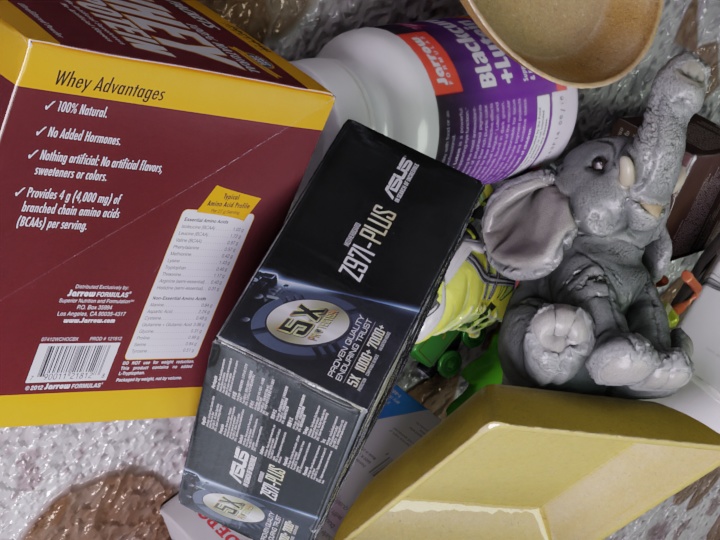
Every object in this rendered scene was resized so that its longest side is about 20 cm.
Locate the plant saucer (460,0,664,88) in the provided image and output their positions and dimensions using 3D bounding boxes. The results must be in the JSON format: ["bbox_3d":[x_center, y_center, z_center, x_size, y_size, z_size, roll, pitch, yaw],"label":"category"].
[{"bbox_3d":[0.112,-0.207,0.940,0.200,0.035,0.201,9,75,-37],"label":"plant saucer"}]

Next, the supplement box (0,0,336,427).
[{"bbox_3d":[-0.155,-0.040,0.771,0.197,0.133,0.200,3,117,-49],"label":"supplement box"}]

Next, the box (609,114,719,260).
[{"bbox_3d":[0.248,-0.066,1.208,0.200,0.075,0.100,-13,130,-62],"label":"box"}]

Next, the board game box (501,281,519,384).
[{"bbox_3d":[0.120,0.038,1.090,0.103,0.019,0.200,26,72,-78],"label":"board game box"}]

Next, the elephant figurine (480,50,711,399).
[{"bbox_3d":[0.153,-0.020,0.969,0.142,0.155,0.200,40,48,-70],"label":"elephant figurine"}]

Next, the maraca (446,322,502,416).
[{"bbox_3d":[0.150,0.069,1.217,0.200,0.107,0.137,-19,139,-35],"label":"maraca"}]

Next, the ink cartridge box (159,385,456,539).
[{"bbox_3d":[-0.017,0.202,1.107,0.200,0.147,0.145,-33,137,-23],"label":"ink cartridge box"}]

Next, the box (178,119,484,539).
[{"bbox_3d":[-0.021,0.044,0.846,0.164,0.086,0.200,-61,175,-34],"label":"box"}]

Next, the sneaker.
[{"bbox_3d":[0.072,0.011,1.038,0.075,0.076,0.200,-31,-174,28],"label":"sneaker"}]

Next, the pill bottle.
[{"bbox_3d":[0.034,-0.100,0.947,0.200,0.111,0.112,-15,130,-41],"label":"pill bottle"}]

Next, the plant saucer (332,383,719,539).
[{"bbox_3d":[0.105,0.132,0.978,0.200,0.049,0.200,9,144,-31],"label":"plant saucer"}]

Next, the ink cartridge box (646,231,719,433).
[{"bbox_3d":[0.279,0.047,1.157,0.200,0.084,0.146,-51,173,-30],"label":"ink cartridge box"}]

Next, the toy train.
[{"bbox_3d":[0.101,-0.004,1.160,0.200,0.042,0.056,-51,126,-10],"label":"toy train"}]

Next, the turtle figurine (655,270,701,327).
[{"bbox_3d":[0.173,0.055,1.080,0.161,0.064,0.200,-60,-178,-6],"label":"turtle figurine"}]

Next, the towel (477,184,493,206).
[{"bbox_3d":[0.000,0.000,1.023,0.200,0.086,0.018,-42,110,-15],"label":"towel"}]
